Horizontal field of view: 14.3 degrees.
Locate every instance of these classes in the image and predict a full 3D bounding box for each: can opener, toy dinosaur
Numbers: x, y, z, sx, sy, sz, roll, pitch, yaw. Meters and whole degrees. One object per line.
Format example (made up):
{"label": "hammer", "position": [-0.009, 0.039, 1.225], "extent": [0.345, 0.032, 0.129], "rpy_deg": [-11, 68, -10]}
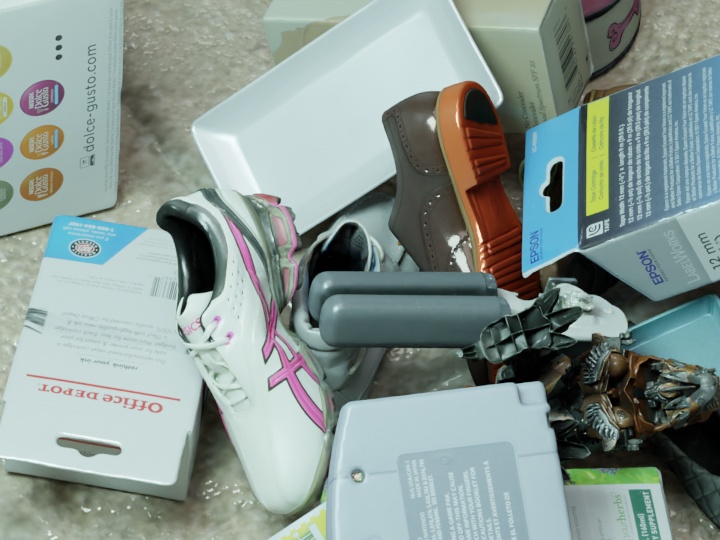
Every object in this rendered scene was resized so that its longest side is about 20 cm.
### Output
{"label": "can opener", "position": [0.066, 0.034, 1.697], "extent": [0.199, 0.067, 0.053], "rpy_deg": [5, 28, -21]}
{"label": "toy dinosaur", "position": [0.107, 0.082, 1.669], "extent": [0.199, 0.136, 0.103], "rpy_deg": [-26, 77, 6]}

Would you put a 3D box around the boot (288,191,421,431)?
{"label": "boot", "position": [0.000, 0.000, 1.795], "extent": [0.073, 0.096, 0.201], "rpy_deg": [12, 46, 4]}

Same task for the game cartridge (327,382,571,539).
{"label": "game cartridge", "position": [0.050, 0.165, 1.544], "extent": [0.132, 0.040, 0.201], "rpy_deg": [-5, 74, -14]}

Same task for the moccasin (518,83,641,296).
{"label": "moccasin", "position": [0.147, -0.053, 1.881], "extent": [0.077, 0.074, 0.202], "rpy_deg": [6, 48, 18]}

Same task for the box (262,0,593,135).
{"label": "box", "position": [0.045, -0.151, 1.908], "extent": [0.199, 0.095, 0.078], "rpy_deg": [3, 42, 25]}

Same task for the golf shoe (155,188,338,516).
{"label": "golf shoe", "position": [-0.073, 0.049, 1.683], "extent": [0.092, 0.072, 0.201], "rpy_deg": [4, 64, -42]}

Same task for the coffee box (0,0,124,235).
{"label": "coffee box", "position": [-0.277, -0.151, 1.833], "extent": [0.197, 0.200, 0.201], "rpy_deg": [-15, 50, -19]}

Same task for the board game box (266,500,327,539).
{"label": "board game box", "position": [0.016, 0.223, 1.563], "extent": [0.134, 0.029, 0.201], "rpy_deg": [-32, 80, -15]}

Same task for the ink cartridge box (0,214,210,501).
{"label": "ink cartridge box", "position": [-0.150, 0.066, 1.735], "extent": [0.115, 0.067, 0.201], "rpy_deg": [10, 46, 1]}

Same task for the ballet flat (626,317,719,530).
{"label": "ballet flat", "position": [0.196, 0.084, 1.766], "extent": [0.066, 0.057, 0.200], "rpy_deg": [-23, 53, -27]}

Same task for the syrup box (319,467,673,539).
{"label": "syrup box", "position": [0.077, 0.170, 1.655], "extent": [0.198, 0.082, 0.079], "rpy_deg": [0, 47, -9]}

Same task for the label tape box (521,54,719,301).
{"label": "label tape box", "position": [0.202, -0.057, 1.781], "extent": [0.199, 0.066, 0.144], "rpy_deg": [-21, 36, 21]}

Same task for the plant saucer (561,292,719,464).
{"label": "plant saucer", "position": [0.139, 0.080, 1.748], "extent": [0.199, 0.019, 0.070], "rpy_deg": [-24, 50, 0]}

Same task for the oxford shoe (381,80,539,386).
{"label": "oxford shoe", "position": [0.062, -0.014, 1.795], "extent": [0.072, 0.202, 0.071], "rpy_deg": [-10, 1, 30]}

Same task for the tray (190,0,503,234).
{"label": "tray", "position": [-0.008, -0.100, 1.851], "extent": [0.199, 0.022, 0.108], "rpy_deg": [-32, 74, 17]}

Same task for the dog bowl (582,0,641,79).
{"label": "dog bowl", "position": [0.105, -0.218, 2.030], "extent": [0.199, 0.074, 0.201], "rpy_deg": [4, 47, -4]}
